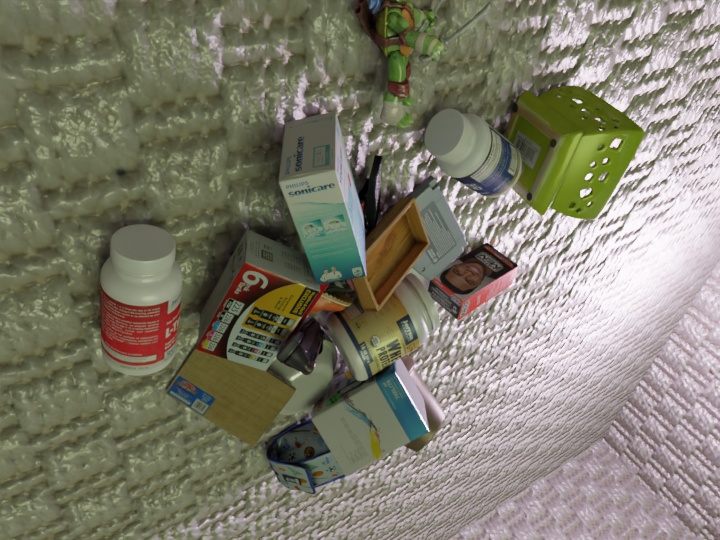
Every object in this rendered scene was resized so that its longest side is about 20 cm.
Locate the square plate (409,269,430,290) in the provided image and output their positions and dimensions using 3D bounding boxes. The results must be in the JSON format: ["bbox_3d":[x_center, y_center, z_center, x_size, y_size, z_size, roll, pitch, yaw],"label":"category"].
[{"bbox_3d":[0.074,0.067,1.250,0.196,0.029,0.202,-19,136,-27],"label":"square plate"}]

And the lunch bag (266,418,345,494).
[{"bbox_3d":[-0.118,0.450,1.381,0.195,0.125,0.172,-17,138,-7],"label":"lunch bag"}]

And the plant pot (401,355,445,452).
[{"bbox_3d":[0.102,0.327,1.346,0.201,0.174,0.200,-48,173,-8],"label":"plant pot"}]

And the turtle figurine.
[{"bbox_3d":[0.092,-0.314,0.808,0.195,0.145,0.197,-17,140,-23],"label":"turtle figurine"}]

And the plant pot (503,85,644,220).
[{"bbox_3d":[0.381,-0.230,1.104,0.177,0.202,0.203,-5,131,-27],"label":"plant pot"}]

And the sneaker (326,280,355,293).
[{"bbox_3d":[0.000,0.000,1.062,0.094,0.081,0.199,-23,177,31],"label":"sneaker"}]

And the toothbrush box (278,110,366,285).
[{"bbox_3d":[-0.051,-0.105,0.850,0.083,0.149,0.203,-10,133,8],"label":"toothbrush box"}]

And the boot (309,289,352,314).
[{"bbox_3d":[-0.107,0.054,1.051,0.197,0.076,0.108,16,119,-38],"label":"boot"}]

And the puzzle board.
[{"bbox_3d":[-0.238,0.220,1.051,0.198,0.017,0.152,36,106,-14],"label":"puzzle board"}]

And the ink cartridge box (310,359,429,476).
[{"bbox_3d":[0.020,0.287,1.180,0.197,0.147,0.148,-30,101,7],"label":"ink cartridge box"}]

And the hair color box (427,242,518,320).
[{"bbox_3d":[0.253,0.020,1.281,0.197,0.101,0.062,-28,143,-33],"label":"hair color box"}]

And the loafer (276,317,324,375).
[{"bbox_3d":[-0.094,0.136,0.988,0.072,0.063,0.200,-49,179,8],"label":"loafer"}]

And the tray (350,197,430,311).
[{"bbox_3d":[0.050,-0.032,0.997,0.201,0.036,0.100,-49,126,-39],"label":"tray"}]

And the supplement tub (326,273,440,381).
[{"bbox_3d":[0.045,0.108,1.126,0.197,0.145,0.146,-29,141,-10],"label":"supplement tub"}]

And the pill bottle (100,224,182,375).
[{"bbox_3d":[-0.314,0.042,0.818,0.110,0.113,0.204,-10,133,-34],"label":"pill bottle"}]

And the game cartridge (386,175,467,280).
[{"bbox_3d":[0.131,-0.075,1.135,0.133,0.040,0.201,-42,132,-5],"label":"game cartridge"}]

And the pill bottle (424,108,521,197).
[{"bbox_3d":[0.202,-0.212,1.026,0.198,0.111,0.112,17,116,-48],"label":"pill bottle"}]

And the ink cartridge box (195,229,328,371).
[{"bbox_3d":[-0.150,0.061,0.933,0.172,0.085,0.202,21,123,-24],"label":"ink cartridge box"}]

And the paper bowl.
[{"bbox_3d":[-0.133,0.206,1.143,0.197,0.105,0.204,-25,139,-23],"label":"paper bowl"}]

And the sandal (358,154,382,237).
[{"bbox_3d":[0.010,-0.122,0.985,0.044,0.077,0.202,9,147,5],"label":"sandal"}]
